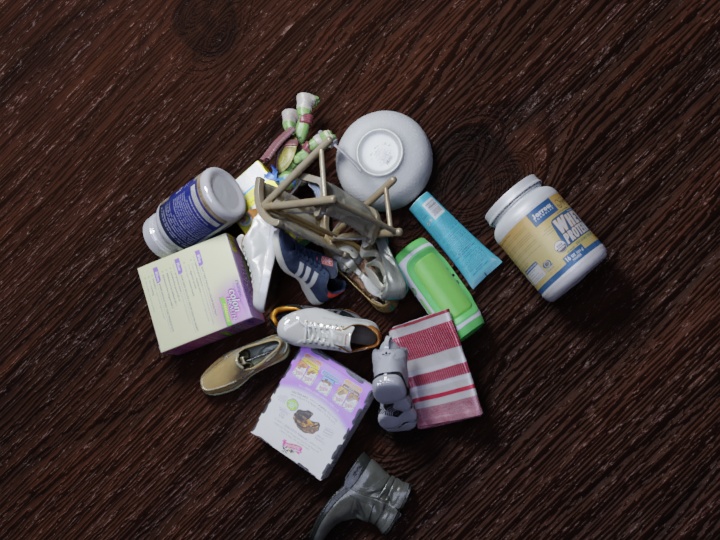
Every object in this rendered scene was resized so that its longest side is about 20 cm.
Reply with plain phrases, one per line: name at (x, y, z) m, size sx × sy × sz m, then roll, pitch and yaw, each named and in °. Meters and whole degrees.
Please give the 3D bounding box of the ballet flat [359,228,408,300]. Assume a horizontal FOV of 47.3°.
ballet flat at (0.032, -0.028, 1.571) m, size 0.063 × 0.068 × 0.202 m, roll -10°, pitch 54°, yaw -17°

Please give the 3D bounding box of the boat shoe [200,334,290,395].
boat shoe at (-0.234, 0.180, 1.612) m, size 0.198 × 0.076 × 0.072 m, roll -32°, pitch 78°, yaw 4°

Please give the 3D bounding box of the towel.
towel at (0.137, 0.187, 1.533) m, size 0.143 × 0.023 × 0.203 m, roll -21°, pitch 85°, yaw 35°

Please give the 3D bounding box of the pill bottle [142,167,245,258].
pill bottle at (-0.331, -0.108, 1.626) m, size 0.198 × 0.115 × 0.117 m, roll -29°, pitch 77°, yaw 28°

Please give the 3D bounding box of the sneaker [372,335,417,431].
sneaker at (0.064, 0.212, 1.522) m, size 0.074 × 0.201 × 0.116 m, roll -5°, pitch 52°, yaw 9°

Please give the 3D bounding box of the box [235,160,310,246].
box at (-0.185, -0.108, 1.661) m, size 0.117 × 0.048 × 0.201 m, roll -39°, pitch 76°, yaw 3°

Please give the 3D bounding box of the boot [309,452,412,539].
boot at (0.002, 0.456, 1.542) m, size 0.130 × 0.068 × 0.201 m, roll 36°, pitch 90°, yaw 7°

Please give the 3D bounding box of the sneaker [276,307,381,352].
sneaker at (-0.055, 0.112, 1.530) m, size 0.196 × 0.085 × 0.074 m, roll 2°, pitch 97°, yaw -9°

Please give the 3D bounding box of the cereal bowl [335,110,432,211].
cereal bowl at (0.043, -0.223, 1.622) m, size 0.196 × 0.083 × 0.204 m, roll -2°, pitch 81°, yaw 10°

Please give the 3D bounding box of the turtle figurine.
turtle figurine at (-0.095, -0.237, 1.632) m, size 0.196 × 0.144 × 0.197 m, roll -1°, pitch 66°, yaw 0°

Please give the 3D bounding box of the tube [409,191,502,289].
tube at (0.179, -0.064, 1.596) m, size 0.077 × 0.050 × 0.200 m, roll -43°, pitch 82°, yaw 5°

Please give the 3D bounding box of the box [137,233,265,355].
box at (-0.315, 0.049, 1.635) m, size 0.197 × 0.097 × 0.179 m, roll -21°, pitch 79°, yaw 7°

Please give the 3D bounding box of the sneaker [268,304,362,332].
sneaker at (-0.088, 0.106, 1.599) m, size 0.196 × 0.077 × 0.080 m, roll 3°, pitch 80°, yaw 8°

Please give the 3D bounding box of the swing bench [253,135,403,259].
swing bench at (-0.060, -0.115, 1.512) m, size 0.198 × 0.198 × 0.132 m, roll -24°, pitch 59°, yaw 35°

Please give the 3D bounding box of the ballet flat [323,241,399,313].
ballet flat at (0.000, 0.000, 1.606) m, size 0.200 × 0.063 × 0.069 m, roll 43°, pitch 92°, yaw 13°

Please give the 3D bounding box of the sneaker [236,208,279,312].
sneaker at (-0.199, -0.022, 1.589) m, size 0.083 × 0.073 × 0.204 m, roll 5°, pitch 79°, yaw 6°

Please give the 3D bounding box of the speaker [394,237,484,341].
speaker at (0.149, 0.039, 1.565) m, size 0.088 × 0.088 × 0.201 m, roll -35°, pitch 78°, yaw 3°

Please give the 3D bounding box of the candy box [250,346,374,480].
candy box at (-0.086, 0.268, 1.578) m, size 0.166 × 0.072 × 0.202 m, roll 31°, pitch 87°, yaw 12°

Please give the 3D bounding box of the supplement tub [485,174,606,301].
supplement tub at (0.338, -0.061, 1.516) m, size 0.144 × 0.145 × 0.201 m, roll -39°, pitch 78°, yaw 2°

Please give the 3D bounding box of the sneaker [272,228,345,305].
sneaker at (-0.093, -0.016, 1.562) m, size 0.083 × 0.200 × 0.076 m, roll -17°, pitch 48°, yaw 20°
